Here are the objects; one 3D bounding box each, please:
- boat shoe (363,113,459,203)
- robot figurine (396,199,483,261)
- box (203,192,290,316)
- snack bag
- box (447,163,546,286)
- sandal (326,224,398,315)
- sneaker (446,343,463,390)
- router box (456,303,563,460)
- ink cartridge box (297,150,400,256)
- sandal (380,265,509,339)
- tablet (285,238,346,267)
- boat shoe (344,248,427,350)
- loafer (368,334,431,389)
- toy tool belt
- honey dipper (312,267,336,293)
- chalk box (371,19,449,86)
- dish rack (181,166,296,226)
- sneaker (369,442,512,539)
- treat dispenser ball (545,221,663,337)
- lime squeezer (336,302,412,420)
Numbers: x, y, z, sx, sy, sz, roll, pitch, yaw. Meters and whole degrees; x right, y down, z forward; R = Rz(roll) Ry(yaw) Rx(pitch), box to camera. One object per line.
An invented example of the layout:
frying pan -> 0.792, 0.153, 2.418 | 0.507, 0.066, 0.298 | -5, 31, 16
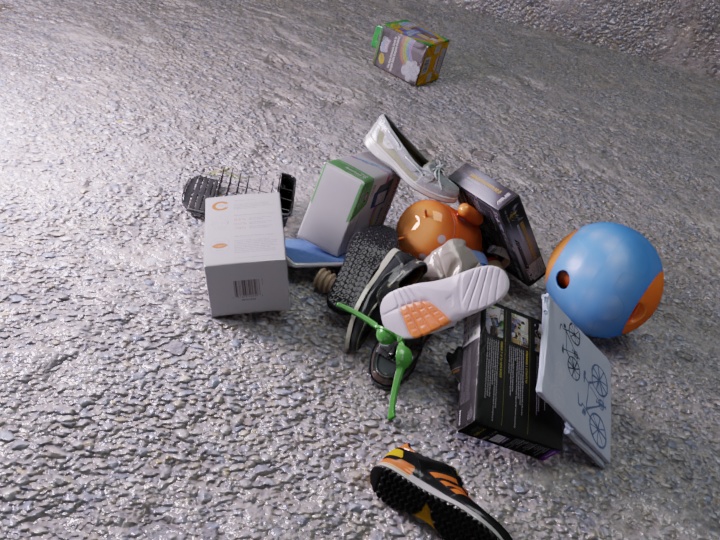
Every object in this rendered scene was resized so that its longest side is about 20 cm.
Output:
boat shoe -> 0.098, -0.194, 1.528 | 0.202, 0.065, 0.074 | 40, 26, 9
robot figurine -> 0.139, -0.058, 1.527 | 0.143, 0.117, 0.200 | 5, -8, 37
box -> -0.180, -0.029, 1.361 | 0.124, 0.098, 0.200 | -5, 36, -5
snack bag -> 0.311, 0.160, 1.255 | 0.200, 0.021, 0.189 | 43, 42, -29
box -> 0.250, -0.082, 1.563 | 0.048, 0.200, 0.158 | -36, 39, -9
sandal -> 0.000, 0.000, 1.412 | 0.075, 0.045, 0.200 | 23, 55, 11
sneaker -> 0.207, 0.120, 1.326 | 0.200, 0.080, 0.087 | -26, 82, -48
router box -> 0.219, 0.155, 1.240 | 0.149, 0.051, 0.201 | 21, 55, -17
ink cartridge box -> -0.012, -0.125, 1.532 | 0.087, 0.146, 0.200 | 27, 22, 13
sandal -> 0.129, 0.051, 1.265 | 0.059, 0.206, 0.080 | 20, 56, -60
tablet -> -0.051, -0.030, 1.501 | 0.199, 0.014, 0.130 | -1, 21, -28
boat shoe -> 0.038, 0.048, 1.350 | 0.067, 0.072, 0.200 | 25, 56, 16
loafer -> 0.072, 0.097, 1.318 | 0.072, 0.063, 0.200 | 29, 44, 11
toy tool belt -> 0.194, 0.030, 1.468 | 0.199, 0.125, 0.123 | 7, 49, -45
honey dipper -> 0.015, 0.056, 1.404 | 0.199, 0.038, 0.038 | 28, 34, 14
chalk box -> 0.122, -0.615, 2.390 | 0.200, 0.125, 0.124 | 34, 36, 22
dish rack -> -0.222, -0.137, 1.570 | 0.199, 0.055, 0.154 | 12, 32, -8
sneaker -> 0.114, 0.282, 1.074 | 0.200, 0.070, 0.090 | 28, 37, 21
treat dispenser ball -> 0.424, 0.016, 1.500 | 0.200, 0.202, 0.201 | 12, 32, -8
lime squeezer -> 0.034, 0.116, 1.258 | 0.038, 0.071, 0.201 | 29, 31, -58
